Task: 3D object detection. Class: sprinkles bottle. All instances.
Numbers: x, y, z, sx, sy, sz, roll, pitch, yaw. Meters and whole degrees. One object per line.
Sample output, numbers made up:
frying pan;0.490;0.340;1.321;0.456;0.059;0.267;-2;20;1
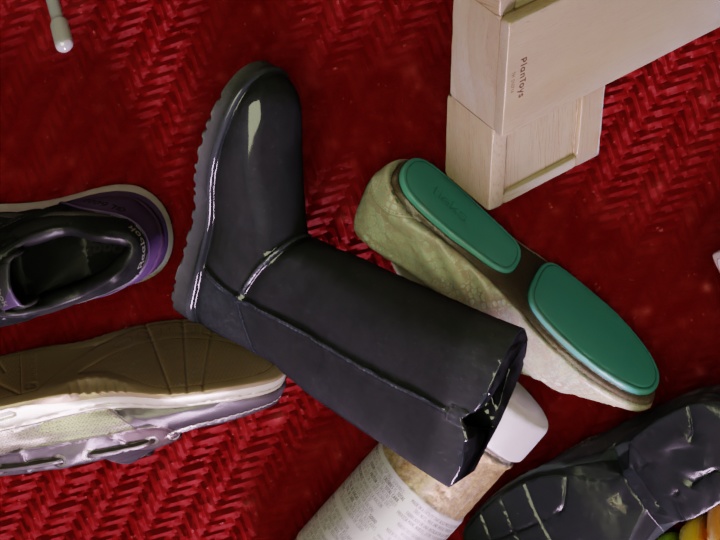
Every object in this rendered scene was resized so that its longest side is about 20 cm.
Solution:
sprinkles bottle;0.019;0.137;1.027;0.068;0.068;0.200;41;102;-3

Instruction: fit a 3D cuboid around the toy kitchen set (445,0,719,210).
toy kitchen set;0.084;-0.183;0.969;0.162;0.180;0.201;-26;138;-26

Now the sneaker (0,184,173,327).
sneaker;-0.209;-0.001;1.014;0.198;0.088;0.076;-17;99;9

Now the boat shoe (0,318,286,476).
boat shoe;-0.138;0.078;1.036;0.198;0.072;0.065;-9;124;-5

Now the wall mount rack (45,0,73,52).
wall mount rack;-0.243;-0.175;0.991;0.199;0.075;0.175;-26;97;11

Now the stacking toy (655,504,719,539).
stacking toy;0.190;0.185;1.014;0.199;0.116;0.110;-28;100;24

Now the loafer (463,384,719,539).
loafer;0.147;0.123;1.011;0.199;0.072;0.073;-28;90;31

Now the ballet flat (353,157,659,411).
ballet flat;0.080;0.016;1.010;0.200;0.067;0.062;42;129;1

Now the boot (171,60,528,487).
boot;0.000;0.001;0.960;0.199;0.065;0.166;31;125;27

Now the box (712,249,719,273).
box;0.283;0.051;0.933;0.095;0.100;0.202;-22;85;-31
